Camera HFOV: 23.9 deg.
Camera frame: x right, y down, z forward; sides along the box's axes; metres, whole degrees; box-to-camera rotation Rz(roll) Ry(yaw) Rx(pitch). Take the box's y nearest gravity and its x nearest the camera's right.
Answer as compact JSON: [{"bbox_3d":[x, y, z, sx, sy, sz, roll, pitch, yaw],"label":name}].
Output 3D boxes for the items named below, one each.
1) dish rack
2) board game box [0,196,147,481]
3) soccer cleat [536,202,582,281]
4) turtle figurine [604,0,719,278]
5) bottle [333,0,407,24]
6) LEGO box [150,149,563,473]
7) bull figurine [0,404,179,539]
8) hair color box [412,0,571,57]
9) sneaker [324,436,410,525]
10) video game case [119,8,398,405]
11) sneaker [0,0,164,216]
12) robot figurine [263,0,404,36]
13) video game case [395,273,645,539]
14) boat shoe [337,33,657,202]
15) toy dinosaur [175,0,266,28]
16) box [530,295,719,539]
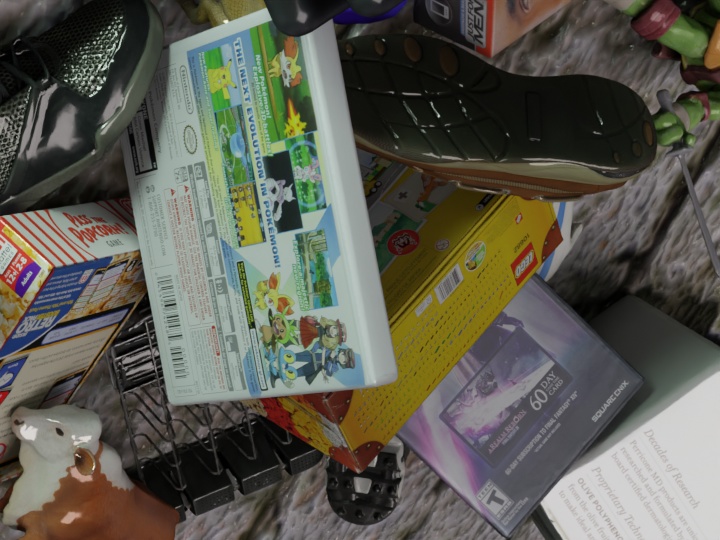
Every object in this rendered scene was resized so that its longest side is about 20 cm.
[{"bbox_3d":[-0.099,0.080,1.145,0.153,0.055,0.200,-22,133,-18],"label":"dish rack"},{"bbox_3d":[-0.205,0.052,0.997,0.200,0.046,0.151,-53,167,18],"label":"board game box"},{"bbox_3d":[0.102,-0.070,1.146,0.086,0.070,0.200,-44,142,-19],"label":"soccer cleat"},{"bbox_3d":[0.244,-0.142,1.092,0.144,0.200,0.194,-27,121,36],"label":"turtle figurine"},{"bbox_3d":[-0.013,-0.230,0.910,0.065,0.084,0.200,-1,135,12],"label":"bottle"},{"bbox_3d":[0.000,0.000,1.024,0.200,0.149,0.077,-47,141,-20],"label":"LEGO box"},{"bbox_3d":[-0.182,0.151,1.054,0.121,0.065,0.200,-30,148,3],"label":"bull figurine"},{"bbox_3d":[0.115,-0.219,0.970,0.200,0.064,0.111,-37,142,-32],"label":"hair color box"},{"bbox_3d":[0.014,0.073,1.205,0.066,0.091,0.200,9,106,5],"label":"sneaker"},{"bbox_3d":[-0.063,-0.031,0.917,0.022,0.182,0.200,-10,90,-41],"label":"video game case"},{"bbox_3d":[-0.200,-0.090,0.911,0.199,0.076,0.114,-37,144,8],"label":"sneaker"},{"bbox_3d":[-0.030,-0.214,0.785,0.150,0.125,0.200,-22,105,-9],"label":"robot figurine"},{"bbox_3d":[0.072,0.057,1.121,0.200,0.019,0.143,44,81,-10],"label":"video game case"},{"bbox_3d":[0.062,-0.073,0.942,0.200,0.076,0.074,11,155,-13],"label":"boat shoe"},{"bbox_3d":[-0.063,-0.137,0.942,0.058,0.101,0.200,-21,135,-18],"label":"toy dinosaur"},{"bbox_3d":[0.215,0.157,1.262,0.171,0.199,0.200,-36,106,-3],"label":"box"}]
